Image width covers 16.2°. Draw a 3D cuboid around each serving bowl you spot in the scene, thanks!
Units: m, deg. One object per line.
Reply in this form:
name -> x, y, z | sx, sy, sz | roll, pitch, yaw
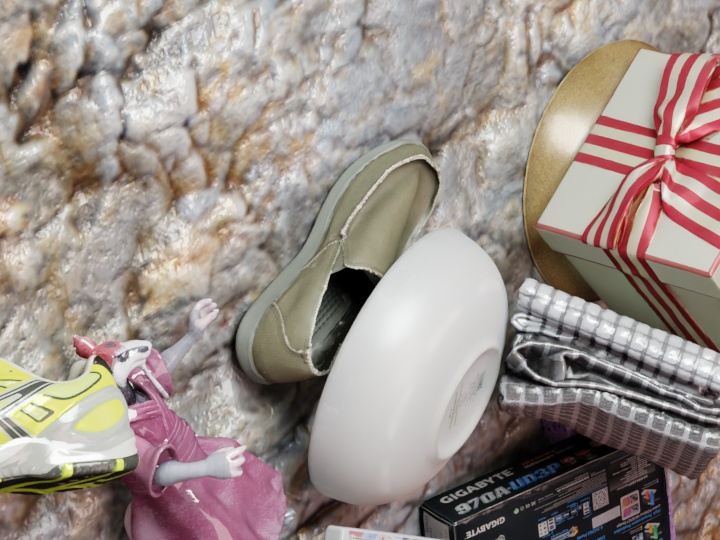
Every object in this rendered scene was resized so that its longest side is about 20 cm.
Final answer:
serving bowl -> 0.046, 0.075, 1.700 | 0.200, 0.066, 0.201 | -51, 157, -32

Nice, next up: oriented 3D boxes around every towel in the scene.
towel -> 0.177, 0.083, 1.767 | 0.200, 0.165, 0.086 | 61, 50, -82

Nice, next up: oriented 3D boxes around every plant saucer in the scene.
plant saucer -> 0.199, -0.071, 1.893 | 0.200, 0.035, 0.201 | -17, 115, -42

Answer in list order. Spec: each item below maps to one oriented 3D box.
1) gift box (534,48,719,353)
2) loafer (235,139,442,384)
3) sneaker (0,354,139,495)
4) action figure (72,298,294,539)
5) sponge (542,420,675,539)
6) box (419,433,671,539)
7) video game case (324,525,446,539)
gift box -> 0.264, -0.047, 1.801 | 0.187, 0.199, 0.185 | 45, 65, -43
loafer -> 0.000, 0.000, 1.677 | 0.200, 0.069, 0.075 | -55, 135, -19
sneaker -> -0.228, 0.093, 1.465 | 0.199, 0.075, 0.077 | -2, 75, -31
action figure -> -0.129, 0.115, 1.583 | 0.148, 0.134, 0.200 | -28, 119, 16
sponge -> 0.194, 0.156, 1.964 | 0.111, 0.030, 0.201 | -31, 123, -36
box -> 0.144, 0.214, 1.889 | 0.199, 0.046, 0.160 | -22, 118, -28
video game case -> 0.044, 0.244, 1.625 | 0.199, 0.018, 0.144 | 13, 83, -44
